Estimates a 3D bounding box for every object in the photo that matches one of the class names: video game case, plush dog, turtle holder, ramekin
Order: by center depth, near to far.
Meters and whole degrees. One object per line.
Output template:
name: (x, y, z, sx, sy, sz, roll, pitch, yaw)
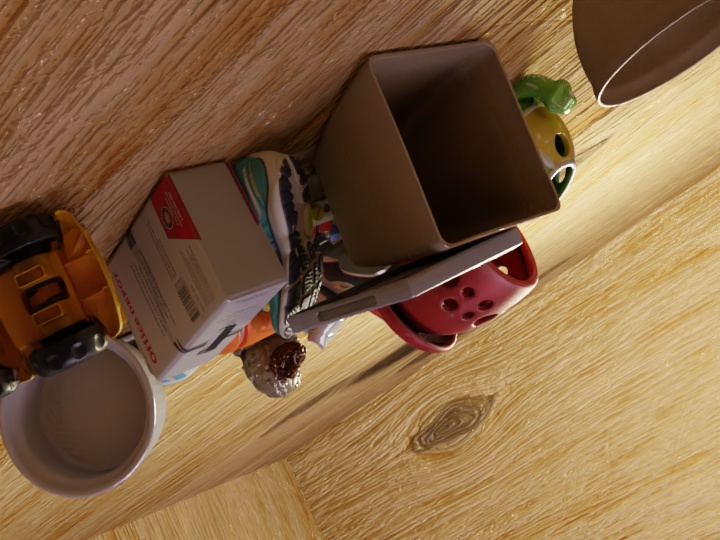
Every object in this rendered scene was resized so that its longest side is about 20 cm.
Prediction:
video game case: (0.048, 0.011, 1.034, 0.180, 0.022, 0.198, -19, -176, 44)
ramekin: (-0.341, 0.175, 1.236, 0.198, 0.203, 0.098, -29, 175, 2)
turtle holder: (0.221, -0.163, 1.283, 0.187, 0.132, 0.140, -54, 150, 16)
plush dog: (-0.142, 0.102, 1.426, 0.158, 0.174, 0.200, -25, 168, -15)

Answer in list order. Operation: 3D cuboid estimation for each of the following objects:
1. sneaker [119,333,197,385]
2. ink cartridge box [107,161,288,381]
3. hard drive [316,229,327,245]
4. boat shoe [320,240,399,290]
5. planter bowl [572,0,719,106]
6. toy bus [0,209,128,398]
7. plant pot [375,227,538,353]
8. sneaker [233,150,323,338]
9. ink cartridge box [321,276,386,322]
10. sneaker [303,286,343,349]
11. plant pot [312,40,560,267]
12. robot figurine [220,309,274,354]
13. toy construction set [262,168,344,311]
sneaker: (-0.286, 0.120, 1.404, 0.198, 0.077, 0.081, -19, 162, -45)
ink cartridge box: (-0.179, 0.005, 1.038, 0.083, 0.146, 0.200, -17, 163, -41)
hard drive: (0.014, -0.092, 1.348, 0.199, 0.033, 0.139, -38, 165, 33)
boat shoe: (0.000, 0.000, 1.257, 0.071, 0.063, 0.199, -33, -162, -19)
planter bowl: (0.295, -0.283, 1.006, 0.198, 0.136, 0.201, -28, 167, -7)
toy bus: (-0.325, 0.039, 0.940, 0.197, 0.138, 0.192, -26, -177, -6)
plant pot: (0.112, -0.007, 1.332, 0.182, 0.202, 0.199, -39, 164, 27)
sneaker: (-0.090, -0.028, 1.046, 0.078, 0.204, 0.077, 4, -159, 28)
ink cartridge box: (0.011, 0.028, 1.444, 0.051, 0.198, 0.161, -63, 162, 3)
sneaker: (-0.057, 0.062, 1.454, 0.200, 0.069, 0.082, -88, -158, -84)
plant pot: (0.062, -0.109, 1.070, 0.198, 0.203, 0.176, -18, 173, -41)
robot figurine: (-0.148, 0.035, 1.251, 0.198, 0.145, 0.117, -24, 160, -32)
toy construction set: (-0.060, -0.047, 1.147, 0.091, 0.134, 0.199, 2, -160, 41)
